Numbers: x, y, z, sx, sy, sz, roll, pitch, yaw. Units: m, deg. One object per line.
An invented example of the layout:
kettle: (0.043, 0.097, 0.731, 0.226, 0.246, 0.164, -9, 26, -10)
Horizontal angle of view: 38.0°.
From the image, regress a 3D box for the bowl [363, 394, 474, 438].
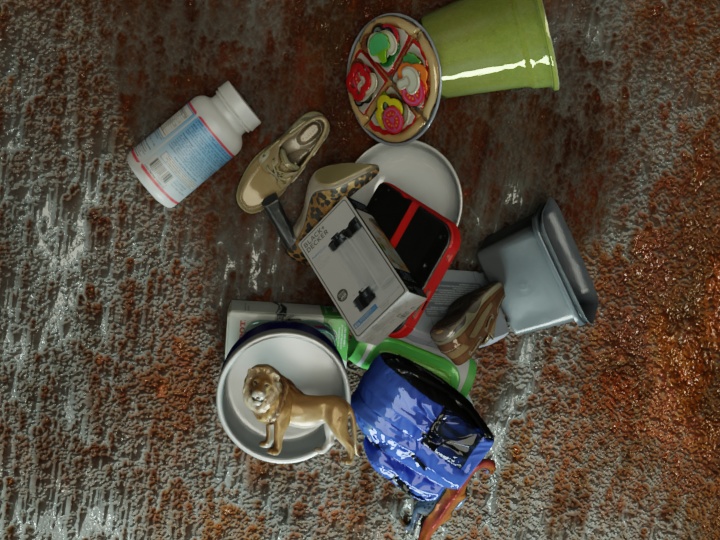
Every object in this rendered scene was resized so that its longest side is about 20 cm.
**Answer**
bowl: (0.083, 0.259, 1.725, 0.198, 0.105, 0.203, 10, 59, -17)

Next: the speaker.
speaker: (0.082, 0.142, 1.672, 0.198, 0.088, 0.089, 22, 98, -10)

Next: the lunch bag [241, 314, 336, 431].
lunch bag: (-0.117, 0.172, 1.642, 0.158, 0.077, 0.203, 1, 102, -4)

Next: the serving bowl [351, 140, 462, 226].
serving bowl: (0.072, -0.110, 1.685, 0.198, 0.066, 0.203, 1, 94, 15)

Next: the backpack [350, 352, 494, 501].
backpack: (0.075, 0.231, 1.563, 0.199, 0.162, 0.168, 38, 88, -11)

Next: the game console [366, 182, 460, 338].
game console: (0.049, -0.015, 1.623, 0.031, 0.176, 0.201, 19, 103, -54)

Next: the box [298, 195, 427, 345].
box: (0.000, 0.000, 1.598, 0.117, 0.060, 0.201, -43, 59, 19)

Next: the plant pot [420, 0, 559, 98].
plant pot: (0.194, -0.353, 1.616, 0.182, 0.201, 0.203, -15, 102, 9)

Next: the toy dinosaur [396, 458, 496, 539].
toy dinosaur: (0.156, 0.393, 1.766, 0.104, 0.201, 0.181, 30, 129, -25)

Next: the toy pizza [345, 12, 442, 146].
toy pizza: (0.044, -0.292, 1.611, 0.032, 0.199, 0.203, -13, 105, -44)

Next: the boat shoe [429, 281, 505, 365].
boat shoe: (0.174, 0.082, 1.622, 0.075, 0.200, 0.072, -22, 102, 41)

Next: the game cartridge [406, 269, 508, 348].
game cartridge: (0.144, 0.062, 1.681, 0.198, 0.135, 0.041, 5, 145, -33)

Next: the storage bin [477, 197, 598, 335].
storage bin: (0.287, 0.000, 1.717, 0.133, 0.146, 0.202, -20, 104, 26)

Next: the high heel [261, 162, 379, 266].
high heel: (-0.043, -0.090, 1.673, 0.198, 0.072, 0.143, -21, 125, 11)

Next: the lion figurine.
lion figurine: (-0.078, 0.204, 1.504, 0.198, 0.072, 0.124, 10, 94, -21)

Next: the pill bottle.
pill bottle: (-0.256, -0.199, 1.627, 0.199, 0.109, 0.109, -39, 102, 2)

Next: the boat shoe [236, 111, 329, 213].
boat shoe: (-0.124, -0.172, 1.667, 0.072, 0.065, 0.200, 44, 94, -11)

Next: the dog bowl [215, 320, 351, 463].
dog bowl: (-0.114, 0.180, 1.563, 0.197, 0.079, 0.203, -1, 102, -4)

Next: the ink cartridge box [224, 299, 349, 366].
ink cartridge box: (-0.123, 0.131, 1.715, 0.197, 0.083, 0.149, 4, 101, -7)
